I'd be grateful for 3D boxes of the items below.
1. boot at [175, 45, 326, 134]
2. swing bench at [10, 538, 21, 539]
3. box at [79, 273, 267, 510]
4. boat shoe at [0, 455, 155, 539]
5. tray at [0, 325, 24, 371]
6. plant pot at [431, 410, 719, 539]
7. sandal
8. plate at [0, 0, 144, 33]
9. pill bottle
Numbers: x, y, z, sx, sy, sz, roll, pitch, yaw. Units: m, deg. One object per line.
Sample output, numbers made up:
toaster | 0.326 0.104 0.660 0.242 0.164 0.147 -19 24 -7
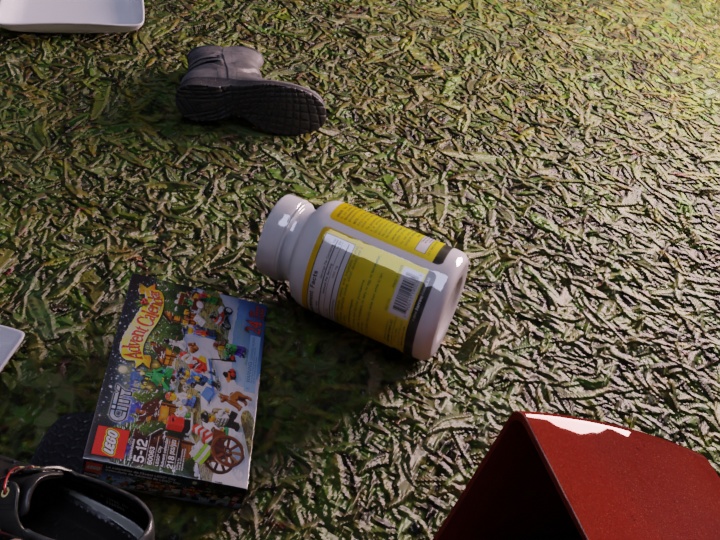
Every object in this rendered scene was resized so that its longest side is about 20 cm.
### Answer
boot | -0.136 -0.247 1.089 0.195 0.071 0.133 10 40 -5
swing bench | -0.190 0.294 0.452 0.128 0.201 0.201 27 44 -11
box | -0.158 0.102 0.746 0.133 0.038 0.203 14 44 -14
boat shoe | -0.238 0.168 0.612 0.197 0.064 0.074 21 32 8
tray | -0.417 0.076 0.762 0.195 0.022 0.109 15 47 5
plant pot | 0.184 0.231 0.598 0.172 0.202 0.202 -2 45 -25
sandal | -0.254 0.194 0.666 0.073 0.046 0.201 18 31 1
plate | -0.410 -0.395 1.210 0.194 0.033 0.203 -4 47 -11
pill bottle | 0.000 0.000 0.837 0.196 0.114 0.113 23 47 14
